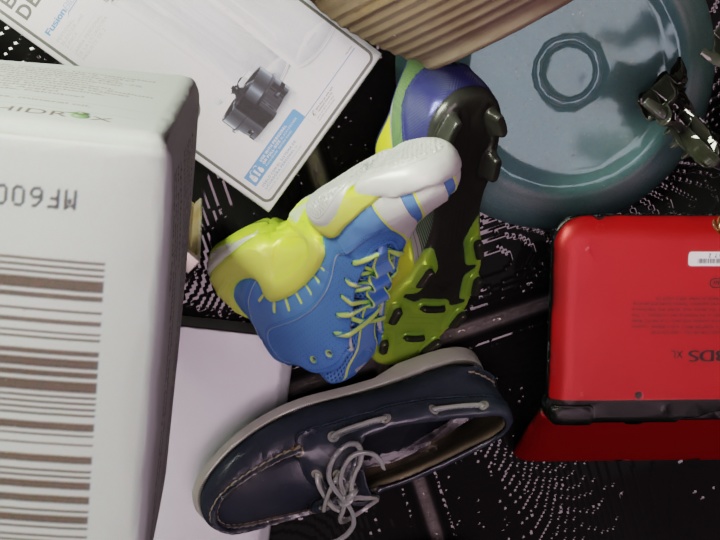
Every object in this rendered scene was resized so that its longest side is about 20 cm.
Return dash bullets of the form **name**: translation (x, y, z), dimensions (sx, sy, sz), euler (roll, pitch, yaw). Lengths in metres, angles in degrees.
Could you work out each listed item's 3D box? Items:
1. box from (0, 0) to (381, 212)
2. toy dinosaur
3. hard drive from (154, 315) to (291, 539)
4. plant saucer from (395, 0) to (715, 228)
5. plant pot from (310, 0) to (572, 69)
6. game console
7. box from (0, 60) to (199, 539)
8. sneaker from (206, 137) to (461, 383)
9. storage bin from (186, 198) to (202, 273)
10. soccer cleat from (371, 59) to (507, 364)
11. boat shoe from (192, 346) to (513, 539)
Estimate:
- **box**: translation (-0.101, -0.139, 0.786), dimensions (0.200, 0.060, 0.117), euler (37, 97, -11)
- **toy dinosaur**: translation (0.232, -0.076, 0.750), dimensions (0.136, 0.200, 0.102), euler (46, 111, -1)
- **hard drive**: translation (-0.118, 0.129, 0.863), dimensions (0.131, 0.026, 0.202), euler (7, 103, -7)
- **plant saucer**: translation (0.121, -0.121, 0.823), dimensions (0.198, 0.036, 0.202), euler (-1, 103, -5)
- **plant pot**: translation (0.060, -0.169, 0.718), dimensions (0.200, 0.201, 0.093), euler (-28, 100, 2)
- **game console**: translation (0.200, 0.046, 0.831), dimensions (0.198, 0.119, 0.174), euler (0, 99, -5)
- **box**: translation (-0.172, 0.019, 0.557), dimensions (0.198, 0.171, 0.201), euler (6, 105, -4)
- **sneaker**: translation (0.000, 0.000, 0.770), dimensions (0.076, 0.199, 0.106), euler (-34, 97, -41)
- **storage bin**: translation (-0.189, -0.052, 0.727), dimensions (0.200, 0.199, 0.094), euler (39, 96, -12)
- **soccer cleat**: translation (0.035, -0.034, 0.819), dimensions (0.064, 0.084, 0.201), euler (-8, 129, -28)
- **boat shoe**: translation (-0.003, 0.114, 0.832), dimensions (0.199, 0.062, 0.075), euler (-20, 132, -13)
